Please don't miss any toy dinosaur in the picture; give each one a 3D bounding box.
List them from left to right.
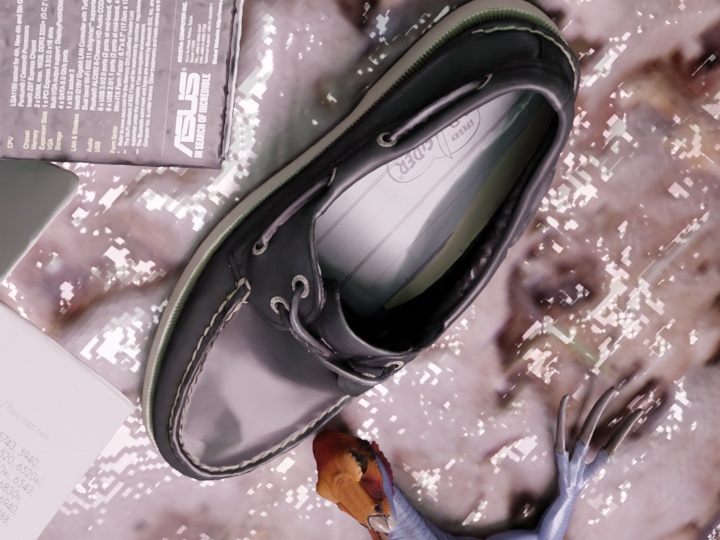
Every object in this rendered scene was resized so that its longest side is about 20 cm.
[{"bbox_3d":[0.035,0.138,0.889,0.181,0.105,0.200,37,116,-4],"label":"toy dinosaur"}]

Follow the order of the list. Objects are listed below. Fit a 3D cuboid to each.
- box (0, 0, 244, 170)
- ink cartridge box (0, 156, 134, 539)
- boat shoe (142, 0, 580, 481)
[{"bbox_3d":[-0.113,-0.138,0.724,0.163,0.086,0.200,1,113,-13],"label":"box"},{"bbox_3d":[-0.149,0.055,0.768,0.068,0.116,0.200,42,80,-37],"label":"ink cartridge box"},{"bbox_3d":[0.002,0.001,0.825,0.199,0.066,0.074,-44,116,10],"label":"boat shoe"}]
